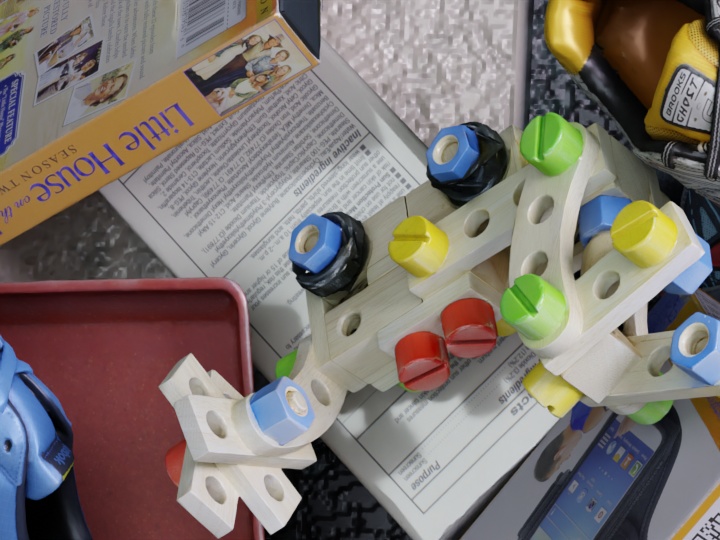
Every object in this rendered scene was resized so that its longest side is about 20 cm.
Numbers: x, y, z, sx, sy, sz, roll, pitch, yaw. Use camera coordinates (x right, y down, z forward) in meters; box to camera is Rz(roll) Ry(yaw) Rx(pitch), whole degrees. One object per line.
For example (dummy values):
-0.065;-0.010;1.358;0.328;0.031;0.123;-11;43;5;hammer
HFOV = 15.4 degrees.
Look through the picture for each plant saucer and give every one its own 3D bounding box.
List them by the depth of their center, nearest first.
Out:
-0.116;0.103;0.986;0.199;0.037;0.201;-2;95;26;plant saucer

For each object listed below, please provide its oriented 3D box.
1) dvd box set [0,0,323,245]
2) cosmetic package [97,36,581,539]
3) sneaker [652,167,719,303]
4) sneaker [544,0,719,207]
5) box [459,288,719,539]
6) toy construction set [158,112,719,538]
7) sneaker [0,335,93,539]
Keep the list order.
-0.103;-0.079;0.983;0.199;0.029;0.147;-28;35;19;dvd box set
0.000;0.000;0.992;0.103;0.073;0.200;-43;77;4;cosmetic package
0.149;-0.036;0.904;0.095;0.200;0.079;42;52;-4;sneaker
0.130;-0.038;0.826;0.200;0.082;0.078;38;113;42;sneaker
0.070;0.108;0.890;0.041;0.119;0.200;36;103;-20;box
0.029;0.020;0.874;0.199;0.092;0.132;-22;49;15;toy construction set
-0.136;0.035;0.912;0.078;0.066;0.201;-5;114;32;sneaker
